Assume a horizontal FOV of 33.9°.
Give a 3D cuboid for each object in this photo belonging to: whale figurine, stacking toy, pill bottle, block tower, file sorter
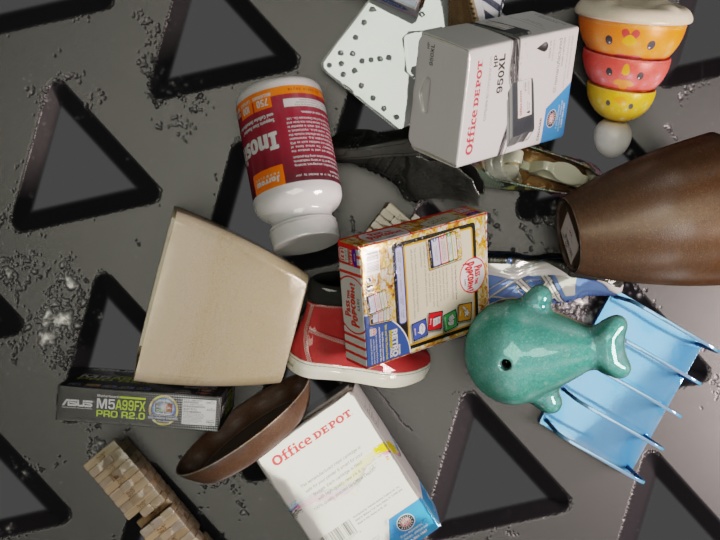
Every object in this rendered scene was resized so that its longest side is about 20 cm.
[{"bbox_3d":[0.220,0.099,1.414,0.198,0.104,0.161,-2,100,21],"label":"whale figurine"},{"bbox_3d":[0.333,-0.240,1.485,0.144,0.146,0.202,3,109,0],"label":"stacking toy"},{"bbox_3d":[-0.085,-0.128,1.459,0.112,0.113,0.202,-12,76,1],"label":"pill bottle"},{"bbox_3d":[0.000,0.000,1.515,0.058,0.054,0.200,39,91,-2],"label":"block tower"},{"bbox_3d":[0.340,0.147,1.487,0.138,0.123,0.201,29,92,-2],"label":"file sorter"},{"bbox_3d":[-0.267,0.306,1.520,0.054,0.058,0.200,-39,93,2],"label":"block tower"}]

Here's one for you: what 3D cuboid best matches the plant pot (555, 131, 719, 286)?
[{"bbox_3d":[0.346,-0.058,1.436,0.198,0.187,0.189,-10,92,-6],"label":"plant pot"}]

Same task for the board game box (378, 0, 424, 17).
[{"bbox_3d":[0.022,-0.451,1.487,0.198,0.041,0.202,25,90,7],"label":"board game box"}]

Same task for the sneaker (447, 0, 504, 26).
[{"bbox_3d":[0.163,-0.348,1.468,0.108,0.070,0.202,-21,112,-25],"label":"sneaker"}]

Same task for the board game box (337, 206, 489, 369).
[{"bbox_3d":[0.069,0.018,1.433,0.199,0.046,0.153,-15,110,-33],"label":"board game box"}]

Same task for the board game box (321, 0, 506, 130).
[{"bbox_3d":[0.084,-0.278,1.518,0.199,0.026,0.201,38,91,-1],"label":"board game box"}]

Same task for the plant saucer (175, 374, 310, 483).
[{"bbox_3d":[-0.137,0.200,1.452,0.199,0.200,0.035,-34,98,1],"label":"plant saucer"}]

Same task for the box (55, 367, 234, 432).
[{"bbox_3d":[-0.263,0.158,1.469,0.198,0.160,0.045,4,94,1],"label":"box"}]

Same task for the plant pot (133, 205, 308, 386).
[{"bbox_3d":[-0.169,0.043,1.456,0.175,0.200,0.202,15,92,-10],"label":"plant pot"}]

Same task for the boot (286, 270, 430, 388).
[{"bbox_3d":[0.016,0.065,1.468,0.198,0.072,0.146,7,109,-30],"label":"boot"}]

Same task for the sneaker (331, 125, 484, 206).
[{"bbox_3d":[0.053,-0.128,1.501,0.198,0.060,0.105,-4,121,22],"label":"sneaker"}]

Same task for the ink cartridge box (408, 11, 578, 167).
[{"bbox_3d":[0.161,-0.220,1.418,0.199,0.084,0.146,-19,125,-38],"label":"ink cartridge box"}]

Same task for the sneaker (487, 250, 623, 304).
[{"bbox_3d":[0.235,0.020,1.512,0.198,0.076,0.078,4,99,10],"label":"sneaker"}]

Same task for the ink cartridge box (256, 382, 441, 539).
[{"bbox_3d":[-0.016,0.261,1.480,0.146,0.145,0.201,-33,92,1],"label":"ink cartridge box"}]

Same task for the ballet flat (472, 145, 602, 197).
[{"bbox_3d":[0.219,-0.131,1.501,0.198,0.071,0.070,12,86,0],"label":"ballet flat"}]
